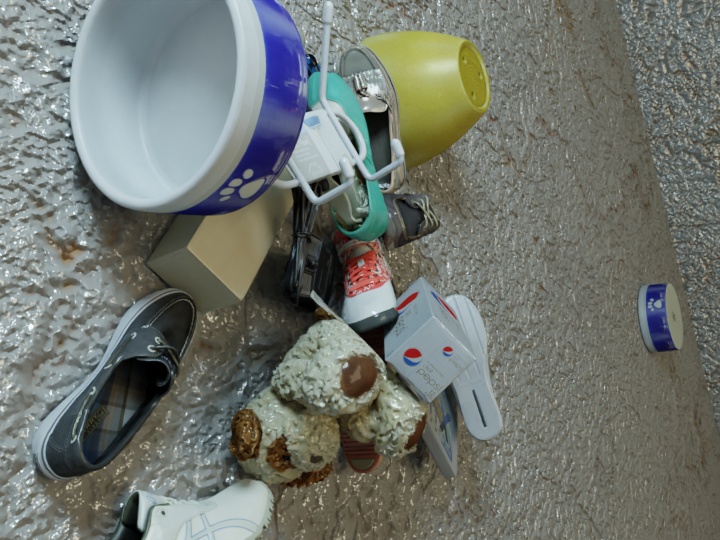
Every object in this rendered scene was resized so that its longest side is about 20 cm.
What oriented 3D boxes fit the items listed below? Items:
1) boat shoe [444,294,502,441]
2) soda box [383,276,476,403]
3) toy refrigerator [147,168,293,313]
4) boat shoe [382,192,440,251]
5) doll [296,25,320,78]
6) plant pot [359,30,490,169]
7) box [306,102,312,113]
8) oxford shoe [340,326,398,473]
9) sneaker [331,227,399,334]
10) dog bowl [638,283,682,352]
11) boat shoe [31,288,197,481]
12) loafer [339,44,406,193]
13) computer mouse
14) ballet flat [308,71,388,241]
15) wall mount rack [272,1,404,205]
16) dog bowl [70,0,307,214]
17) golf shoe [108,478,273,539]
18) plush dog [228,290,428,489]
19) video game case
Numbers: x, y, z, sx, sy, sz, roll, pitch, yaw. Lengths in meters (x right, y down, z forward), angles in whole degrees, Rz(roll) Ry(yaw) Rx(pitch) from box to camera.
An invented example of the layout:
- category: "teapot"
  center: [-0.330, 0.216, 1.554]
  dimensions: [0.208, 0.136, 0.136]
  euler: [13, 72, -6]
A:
- category: "boat shoe"
  center: [0.141, 0.134, 0.996]
  dimensions: [0.071, 0.072, 0.201]
  euler: [131, -52, -85]
- category: "soda box"
  center: [0.070, 0.068, 0.790]
  dimensions: [0.064, 0.068, 0.200]
  euler: [45, 8, -7]
- category: "toy refrigerator"
  center: [-0.125, -0.061, 0.723]
  dimensions: [0.076, 0.070, 0.201]
  euler: [48, 44, -30]
- category: "boat shoe"
  center: [0.062, -0.074, 0.933]
  dimensions: [0.200, 0.073, 0.075]
  euler: [-50, 122, -78]
- category: "doll"
  center: [-0.053, -0.203, 0.879]
  dimensions: [0.201, 0.048, 0.137]
  euler: [61, 28, -27]
- category: "plant pot"
  center: [0.100, -0.258, 1.033]
  dimensions: [0.200, 0.141, 0.201]
  euler: [20, 66, -51]
- category: "box"
  center: [-0.115, -0.220, 0.743]
  dimensions: [0.032, 0.121, 0.200]
  euler: [-39, 126, -3]
- category: "oxford shoe"
  center: [0.024, 0.148, 0.885]
  dimensions: [0.074, 0.070, 0.201]
  euler: [37, 54, -51]
- category: "sneaker"
  center: [-0.001, 0.000, 0.843]
  dimensions: [0.201, 0.067, 0.108]
  euler: [-70, 141, -78]
- category: "dog bowl"
  center: [0.888, 0.140, 2.136]
  dimensions: [0.200, 0.078, 0.201]
  euler: [18, 67, -52]
- category: "boat shoe"
  center: [-0.184, 0.086, 0.598]
  dimensions: [0.070, 0.066, 0.200]
  euler: [62, 38, -24]
- category: "loafer"
  center: [0.018, -0.196, 0.950]
  dimensions: [0.063, 0.072, 0.201]
  euler: [-65, 140, -72]
- category: "computer mouse"
  center: [-0.059, -0.029, 0.772]
  dimensions: [0.200, 0.046, 0.141]
  euler: [53, 45, -80]
- category: "ballet flat"
  center: [-0.022, -0.127, 0.797]
  dimensions: [0.070, 0.067, 0.201]
  euler: [-24, 96, -63]
- category: "wall mount rack"
  center: [-0.039, -0.157, 0.679]
  dimensions: [0.174, 0.074, 0.200]
  euler: [60, 32, -2]
- category: "dog bowl"
  center: [-0.143, -0.146, 0.587]
  dimensions: [0.079, 0.199, 0.201]
  euler: [2, 80, -57]
- category: "golf shoe"
  center: [-0.151, 0.218, 0.611]
  dimensions: [0.200, 0.078, 0.098]
  euler: [-33, 103, -55]
- category: "plush dog"
  center: [-0.053, 0.135, 0.713]
  dimensions: [0.172, 0.160, 0.200]
  euler: [-45, 141, -4]
- category: "video game case"
  center: [0.097, 0.147, 0.975]
  dimensions: [0.183, 0.022, 0.200]
  euler: [-80, 152, -46]
